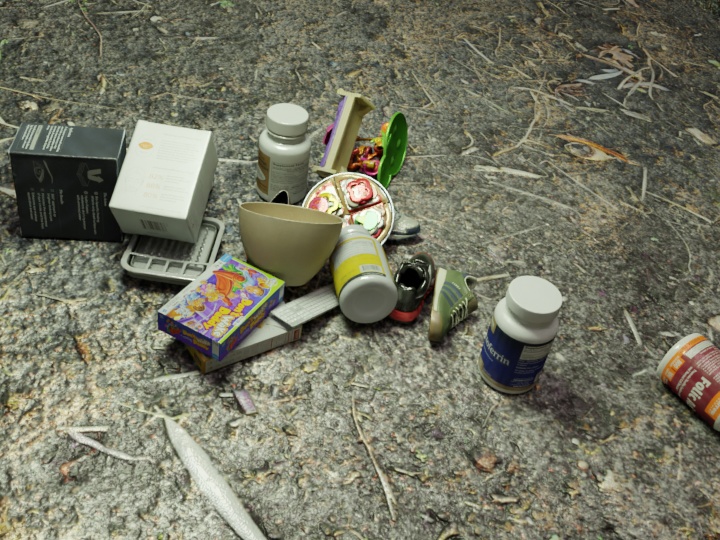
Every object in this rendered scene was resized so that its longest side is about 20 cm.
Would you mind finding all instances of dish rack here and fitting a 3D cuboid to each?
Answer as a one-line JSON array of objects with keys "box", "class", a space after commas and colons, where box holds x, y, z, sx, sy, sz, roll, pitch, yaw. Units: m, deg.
[{"box": [-0.366, -0.039, 1.613, 0.171, 0.044, 0.200, 8, 40, -2], "class": "dish rack"}]

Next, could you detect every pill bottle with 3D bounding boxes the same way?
[{"box": [-0.166, -0.255, 1.784, 0.114, 0.200, 0.115, 6, 40, -5], "class": "pill bottle"}, {"box": [0.285, 0.114, 1.454, 0.115, 0.200, 0.116, 6, 40, -5], "class": "pill bottle"}, {"box": [0.649, 0.218, 1.480, 0.114, 0.114, 0.200, -18, 47, -29], "class": "pill bottle"}, {"box": [0.000, 0.000, 1.579, 0.112, 0.112, 0.200, 0, 36, -12], "class": "pill bottle"}]

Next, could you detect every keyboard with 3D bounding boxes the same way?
[{"box": [-0.086, 0.063, 1.545, 0.056, 0.011, 0.200, 36, 32, 22], "class": "keyboard"}]

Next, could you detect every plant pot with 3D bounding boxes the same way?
[{"box": [-0.141, -0.046, 1.565, 0.199, 0.135, 0.200, 9, 11, -2], "class": "plant pot"}]

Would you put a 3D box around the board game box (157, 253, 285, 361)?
[{"box": [-0.245, 0.061, 1.458, 0.134, 0.045, 0.200, 24, 41, 17], "class": "board game box"}]

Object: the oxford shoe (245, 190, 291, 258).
[{"box": [-0.191, -0.093, 1.689, 0.071, 0.073, 0.200, 13, 41, 2], "class": "oxford shoe"}]

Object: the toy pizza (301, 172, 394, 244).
[{"box": [-0.029, -0.118, 1.711, 0.199, 0.032, 0.201, -1, 71, 4], "class": "toy pizza"}]

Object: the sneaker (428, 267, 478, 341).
[{"box": [0.185, 0.065, 1.590, 0.090, 0.067, 0.200, 8, 37, 6], "class": "sneaker"}]

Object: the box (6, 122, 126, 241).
[{"box": [-0.564, -0.172, 1.606, 0.199, 0.197, 0.118, 3, 39, -9], "class": "box"}]

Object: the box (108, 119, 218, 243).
[{"box": [-0.377, -0.173, 1.594, 0.152, 0.106, 0.201, 10, 65, 4], "class": "box"}]

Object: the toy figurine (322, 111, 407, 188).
[{"box": [-0.005, -0.291, 1.950, 0.183, 0.150, 0.201, 10, 63, 20], "class": "toy figurine"}]

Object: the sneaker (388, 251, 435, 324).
[{"box": [0.108, 0.013, 1.613, 0.071, 0.098, 0.201, 17, 39, 11], "class": "sneaker"}]

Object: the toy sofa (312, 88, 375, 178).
[{"box": [-0.049, -0.306, 1.870, 0.097, 0.201, 0.083, 16, -3, 29], "class": "toy sofa"}]

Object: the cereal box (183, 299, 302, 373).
[{"box": [-0.226, 0.097, 1.487, 0.200, 0.040, 0.144, -19, 49, -30], "class": "cereal box"}]

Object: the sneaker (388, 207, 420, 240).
[{"box": [0.036, -0.128, 1.765, 0.199, 0.085, 0.077, 18, 33, 7], "class": "sneaker"}]
